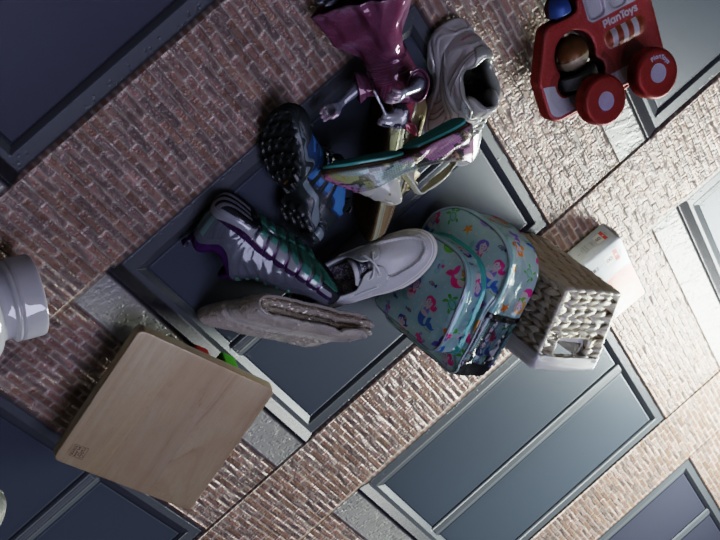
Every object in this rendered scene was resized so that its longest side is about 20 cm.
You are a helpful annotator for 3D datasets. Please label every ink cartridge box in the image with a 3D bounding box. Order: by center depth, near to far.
[{"bbox_3d":[0.331,0.043,1.915,0.200,0.050,0.162,-42,138,-5],"label":"ink cartridge box"}]

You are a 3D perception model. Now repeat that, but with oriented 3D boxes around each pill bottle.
[{"bbox_3d":[-0.433,0.049,1.296,0.200,0.120,0.120,-14,131,-27],"label":"pill bottle"}]

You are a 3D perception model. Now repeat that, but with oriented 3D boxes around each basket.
[{"bbox_3d":[0.243,0.037,1.739,0.135,0.200,0.124,5,114,-39],"label":"basket"}]

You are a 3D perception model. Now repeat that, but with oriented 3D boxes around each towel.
[{"bbox_3d":[-0.091,0.066,1.571,0.200,0.132,0.035,15,71,-42],"label":"towel"}]

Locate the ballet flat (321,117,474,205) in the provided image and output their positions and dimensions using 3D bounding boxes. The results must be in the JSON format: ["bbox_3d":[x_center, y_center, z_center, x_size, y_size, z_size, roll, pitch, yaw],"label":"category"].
[{"bbox_3d":[0.052,-0.118,1.464,0.200,0.069,0.071,-22,106,-22],"label":"ballet flat"}]

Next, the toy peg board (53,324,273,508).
[{"bbox_3d":[-0.252,0.166,1.567,0.199,0.098,0.200,28,105,-30],"label":"toy peg board"}]

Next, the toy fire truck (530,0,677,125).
[{"bbox_3d":[0.298,-0.285,1.594,0.200,0.112,0.168,-27,112,-16],"label":"toy fire truck"}]

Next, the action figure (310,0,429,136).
[{"bbox_3d":[0.026,-0.243,1.418,0.149,0.134,0.200,-52,134,-30],"label":"action figure"}]

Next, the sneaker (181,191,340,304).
[{"bbox_3d":[-0.117,-0.009,1.507,0.200,0.074,0.088,39,109,-23],"label":"sneaker"}]

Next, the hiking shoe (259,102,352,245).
[{"bbox_3d":[-0.061,-0.127,1.479,0.087,0.074,0.200,-42,145,-27],"label":"hiking shoe"}]

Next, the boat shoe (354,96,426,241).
[{"bbox_3d":[0.041,-0.126,1.540,0.066,0.074,0.200,-6,127,-26],"label":"boat shoe"}]

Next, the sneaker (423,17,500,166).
[{"bbox_3d":[0.128,-0.200,1.524,0.078,0.099,0.200,-25,135,-18],"label":"sneaker"}]

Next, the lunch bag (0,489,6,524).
[{"bbox_3d":[-0.501,0.263,1.410,0.168,0.139,0.200,-43,144,-24],"label":"lunch bag"}]

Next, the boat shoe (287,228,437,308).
[{"bbox_3d":[0.000,0.000,1.576,0.200,0.072,0.069,-17,176,9],"label":"boat shoe"}]

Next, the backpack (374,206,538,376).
[{"bbox_3d":[0.129,0.017,1.650,0.150,0.178,0.200,19,107,-50],"label":"backpack"}]
